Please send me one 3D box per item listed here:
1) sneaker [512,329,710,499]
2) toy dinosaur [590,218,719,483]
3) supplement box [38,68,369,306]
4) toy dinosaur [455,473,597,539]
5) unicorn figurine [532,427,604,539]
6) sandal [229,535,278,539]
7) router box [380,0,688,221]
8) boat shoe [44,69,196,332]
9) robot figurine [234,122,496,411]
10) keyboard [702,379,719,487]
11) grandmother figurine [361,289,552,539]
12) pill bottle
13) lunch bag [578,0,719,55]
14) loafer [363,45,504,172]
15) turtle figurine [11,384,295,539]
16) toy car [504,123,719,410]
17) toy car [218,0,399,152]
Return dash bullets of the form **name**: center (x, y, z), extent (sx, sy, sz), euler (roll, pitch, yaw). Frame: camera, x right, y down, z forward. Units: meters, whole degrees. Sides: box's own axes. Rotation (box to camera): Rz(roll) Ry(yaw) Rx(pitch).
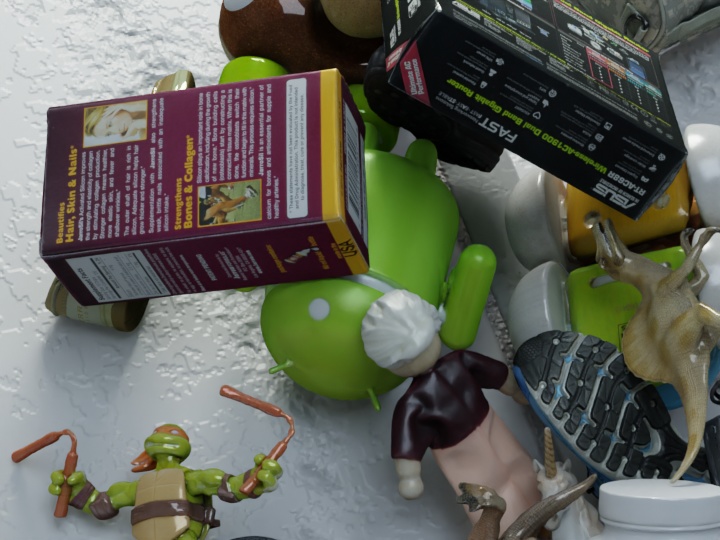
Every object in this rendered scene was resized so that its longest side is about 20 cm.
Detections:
- **sneaker**: center (0.164, 0.122, 1.661), extent (0.200, 0.090, 0.079), euler (45, 57, -17)
- **toy dinosaur**: center (0.210, 0.041, 1.599), extent (0.058, 0.101, 0.201), euler (30, 32, -45)
- **supplement box**: center (-0.100, -0.052, 1.639), extent (0.199, 0.086, 0.111), euler (-7, 64, 11)
- **toy dinosaur**: center (0.082, 0.215, 1.563), extent (0.085, 0.136, 0.201), euler (18, 65, 23)
- **unicorn figurine**: center (0.159, 0.208, 1.633), extent (0.199, 0.074, 0.138), euler (28, 64, -25)
- **sandal**: center (-0.017, 0.236, 1.605), extent (0.200, 0.043, 0.076), euler (41, 59, 14)
- **router box**: center (0.109, -0.132, 1.651), extent (0.199, 0.062, 0.150), euler (29, 26, -17)
- **boat shoe**: center (-0.159, -0.053, 1.742), extent (0.063, 0.073, 0.202), euler (10, 66, 10)
- **robot figurine**: center (0.000, 0.000, 1.712), extent (0.175, 0.116, 0.201), euler (17, 57, 0)
- **keyboard**: center (0.261, 0.138, 1.652), extent (0.021, 0.200, 0.128), euler (-15, 62, 22)
- **grandmother figurine**: center (0.061, 0.102, 1.641), extent (0.121, 0.060, 0.201), euler (-44, 112, -38)
- **pill bottle**: center (0.181, 0.231, 1.534), extent (0.112, 0.112, 0.201), euler (0, 94, -12)
- **lunch bag**: center (0.247, -0.259, 1.913), extent (0.199, 0.140, 0.168), euler (-23, 65, -23)
- **loafer**: center (0.055, -0.125, 1.744), extent (0.068, 0.200, 0.071), euler (13, 83, 23)
- **turtle figurine**: center (-0.132, 0.164, 1.608), extent (0.199, 0.064, 0.162), euler (-7, 64, 17)
- **toy car**: center (0.198, 0.007, 1.738), extent (0.174, 0.150, 0.201), euler (-13, 52, 18)
- **toy car**: center (-0.012, -0.207, 1.769), extent (0.157, 0.200, 0.165), euler (14, 56, -3)
